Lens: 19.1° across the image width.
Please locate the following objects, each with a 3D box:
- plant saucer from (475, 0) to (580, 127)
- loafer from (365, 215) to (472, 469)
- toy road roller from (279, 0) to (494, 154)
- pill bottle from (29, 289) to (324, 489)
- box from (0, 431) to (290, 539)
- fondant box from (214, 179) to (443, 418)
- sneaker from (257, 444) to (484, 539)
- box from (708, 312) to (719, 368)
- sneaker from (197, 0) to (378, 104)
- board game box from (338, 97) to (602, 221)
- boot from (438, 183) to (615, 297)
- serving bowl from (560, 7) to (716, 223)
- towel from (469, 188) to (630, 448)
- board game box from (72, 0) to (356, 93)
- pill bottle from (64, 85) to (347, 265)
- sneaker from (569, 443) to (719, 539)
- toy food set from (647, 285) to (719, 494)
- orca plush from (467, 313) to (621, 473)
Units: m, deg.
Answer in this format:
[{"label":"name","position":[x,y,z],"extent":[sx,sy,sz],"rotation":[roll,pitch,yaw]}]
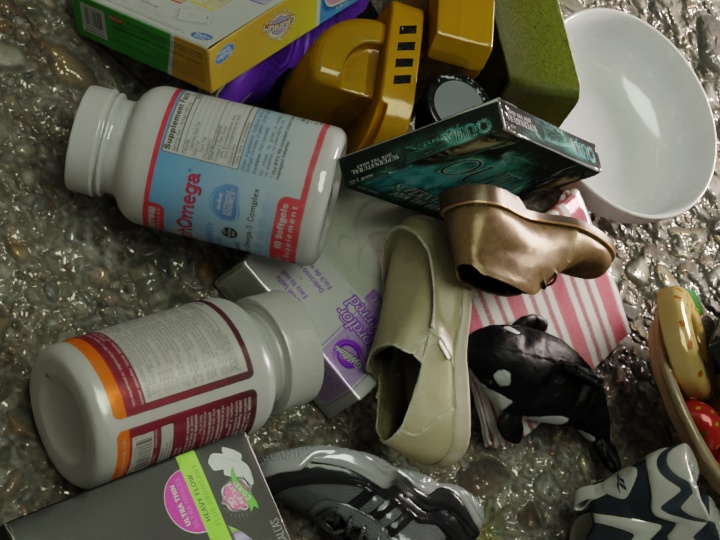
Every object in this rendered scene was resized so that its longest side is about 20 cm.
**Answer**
[{"label":"plant saucer","position":[0.116,-0.200,1.796],"extent":[0.048,0.200,0.200],"rotation":[-10,75,-13]},{"label":"loafer","position":[0.042,0.052,1.646],"extent":[0.068,0.076,0.200],"rotation":[6,70,-36]},{"label":"toy road roller","position":[0.020,-0.169,1.692],"extent":[0.146,0.123,0.200],"rotation":[15,64,-18]},{"label":"pill bottle","position":[-0.133,0.082,1.576],"extent":[0.200,0.110,0.110],"rotation":[-17,80,-33]},{"label":"box","position":[-0.158,0.223,1.498],"extent":[0.200,0.124,0.149],"rotation":[-19,81,-34]},{"label":"fondant box","position":[0.000,0.000,1.721],"extent":[0.144,0.058,0.200],"rotation":[50,56,-5]},{"label":"sneaker","position":[0.006,0.207,1.630],"extent":[0.200,0.075,0.114],"rotation":[19,60,-26]},{"label":"box","position":[0.370,0.109,1.832],"extent":[0.193,0.047,0.200],"rotation":[63,21,-7]},{"label":"sneaker","position":[-0.046,-0.170,1.754],"extent":[0.100,0.070,0.200],"rotation":[49,55,-8]},{"label":"board game box","position":[0.088,-0.080,1.636],"extent":[0.200,0.135,0.028],"rotation":[14,60,-62]},{"label":"boot","position":[0.132,-0.008,1.684],"extent":[0.200,0.074,0.076],"rotation":[15,64,-47]},{"label":"serving bowl","position":[0.219,-0.129,1.893],"extent":[0.200,0.066,0.200],"rotation":[13,65,-30]},{"label":"towel","position":[0.145,0.038,1.779],"extent":[0.200,0.030,0.147],"rotation":[-39,117,-38]},{"label":"board game box","position":[-0.105,-0.225,1.702],"extent":[0.153,0.040,0.200],"rotation":[26,47,33]},{"label":"pill bottle","position":[-0.117,-0.077,1.620],"extent":[0.200,0.109,0.109],"rotation":[13,62,3]},{"label":"sneaker","position":[0.235,0.233,1.764],"extent":[0.199,0.129,0.080],"rotation":[61,20,-44]},{"label":"toy food set","position":[0.305,0.107,1.816],"extent":[0.198,0.049,0.200],"rotation":[7,58,-64]},{"label":"orca plush","position":[0.167,0.103,1.729],"extent":[0.200,0.071,0.105],"rotation":[50,57,-34]}]
